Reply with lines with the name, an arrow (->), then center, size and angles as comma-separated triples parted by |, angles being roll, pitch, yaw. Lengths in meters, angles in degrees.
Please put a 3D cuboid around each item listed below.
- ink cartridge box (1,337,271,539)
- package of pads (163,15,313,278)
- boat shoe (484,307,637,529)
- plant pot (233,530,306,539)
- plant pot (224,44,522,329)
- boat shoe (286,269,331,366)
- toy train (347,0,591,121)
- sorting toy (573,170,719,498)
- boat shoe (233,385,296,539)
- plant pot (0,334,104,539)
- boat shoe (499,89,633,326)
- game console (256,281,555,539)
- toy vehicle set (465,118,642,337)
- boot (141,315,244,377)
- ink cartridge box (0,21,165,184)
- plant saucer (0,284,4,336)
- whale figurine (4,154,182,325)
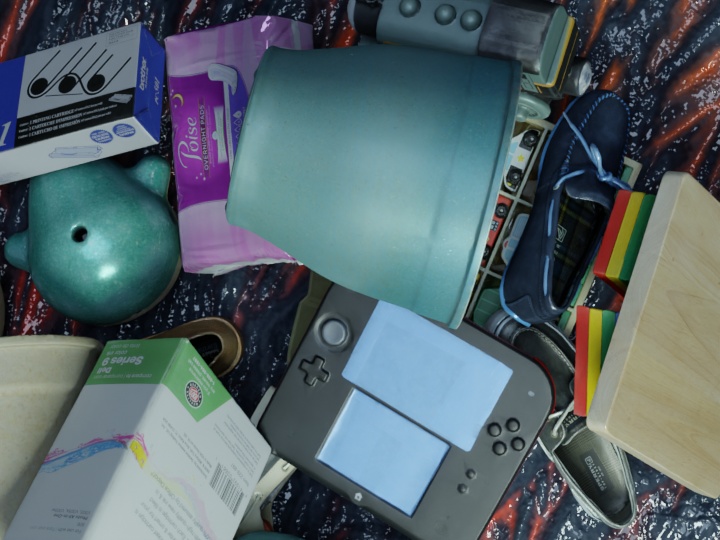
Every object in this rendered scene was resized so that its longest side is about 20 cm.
ink cartridge box -> -0.164, 0.173, 1.188 | 0.087, 0.146, 0.201 | -4, 47, 31
package of pads -> -0.094, -0.099, 1.296 | 0.120, 0.075, 0.202 | -7, 87, 32
boat shoe -> 0.169, 0.116, 1.267 | 0.072, 0.071, 0.201 | -35, 101, -5
plant pot -> -0.062, 0.303, 1.249 | 0.161, 0.200, 0.201 | 41, 93, 25
plant pot -> 0.004, -0.076, 1.168 | 0.186, 0.200, 0.202 | 13, 90, 0
boat shoe -> 0.000, 0.000, 1.307 | 0.068, 0.075, 0.202 | 14, 99, -26
toy train -> 0.084, -0.183, 1.262 | 0.198, 0.114, 0.086 | 17, 80, 21
sorting toy -> 0.236, 0.051, 1.231 | 0.069, 0.200, 0.200 | 11, 76, 40
boat shoe -> -0.095, 0.196, 1.313 | 0.062, 0.071, 0.201 | 29, 87, 2
plant pot -> -0.286, 0.160, 1.226 | 0.198, 0.200, 0.185 | -9, 80, 5
boat shoe -> 0.177, -0.047, 1.245 | 0.084, 0.068, 0.202 | 22, 78, -26
game console -> 0.036, 0.109, 1.246 | 0.199, 0.031, 0.178 | 30, 99, 9
toy vehicle set -> 0.137, -0.020, 1.315 | 0.123, 0.027, 0.202 | 23, 91, 5
boot -> -0.195, 0.093, 1.319 | 0.199, 0.075, 0.074 | -26, 89, 6
ink cartridge box -> -0.257, -0.128, 1.289 | 0.198, 0.044, 0.095 | -13, 58, 20
plant saucer -> -0.381, 0.055, 1.293 | 0.029, 0.200, 0.201 | 30, 92, 38
whale figurine -> -0.231, -0.053, 1.309 | 0.158, 0.104, 0.201 | -28, 79, 5
